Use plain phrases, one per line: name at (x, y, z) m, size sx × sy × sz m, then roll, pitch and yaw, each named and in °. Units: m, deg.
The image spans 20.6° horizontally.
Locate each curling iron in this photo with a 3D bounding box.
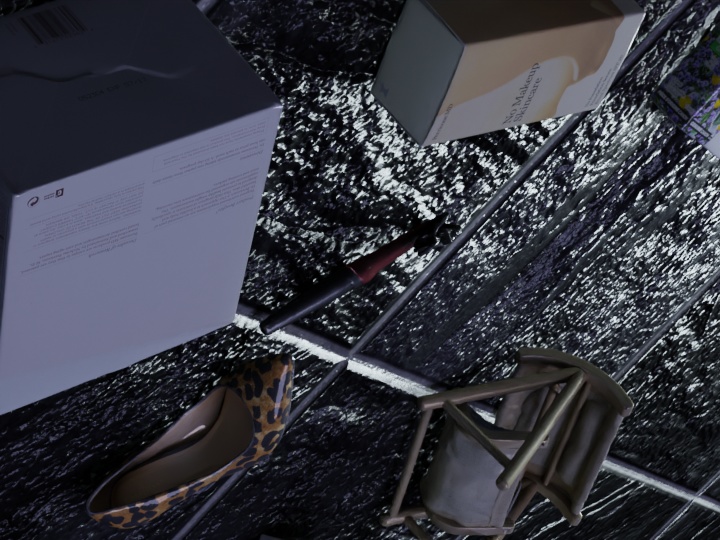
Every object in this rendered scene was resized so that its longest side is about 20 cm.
curling iron at (0.000, 0.000, 1.661) m, size 0.199 × 0.026 × 0.050 m, roll -27°, pitch -174°, yaw -17°

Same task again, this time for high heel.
high heel at (-0.140, 0.144, 1.644) m, size 0.142 × 0.072 × 0.200 m, roll -14°, pitch 151°, yaw -49°

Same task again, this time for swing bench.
swing bench at (0.148, 0.195, 2.013) m, size 0.199 × 0.130 × 0.200 m, roll -26°, pitch 148°, yaw -36°

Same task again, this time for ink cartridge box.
ink cartridge box at (0.365, -0.201, 1.801) m, size 0.200 × 0.050 × 0.109 m, roll -47°, pitch 151°, yaw 12°

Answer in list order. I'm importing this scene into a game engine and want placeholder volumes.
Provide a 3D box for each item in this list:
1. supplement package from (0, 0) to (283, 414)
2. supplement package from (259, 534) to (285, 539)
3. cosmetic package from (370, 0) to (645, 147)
supplement package at (-0.179, -0.051, 1.256) m, size 0.191 × 0.147 × 0.201 m, roll -21°, pitch 146°, yaw -31°
supplement package at (-0.047, 0.364, 1.975) m, size 0.200 × 0.116 × 0.118 m, roll 71°, pitch 36°, yaw -60°
cosmetic package at (0.115, -0.169, 1.525) m, size 0.199 × 0.071 × 0.106 m, roll -16°, pitch 143°, yaw -37°
